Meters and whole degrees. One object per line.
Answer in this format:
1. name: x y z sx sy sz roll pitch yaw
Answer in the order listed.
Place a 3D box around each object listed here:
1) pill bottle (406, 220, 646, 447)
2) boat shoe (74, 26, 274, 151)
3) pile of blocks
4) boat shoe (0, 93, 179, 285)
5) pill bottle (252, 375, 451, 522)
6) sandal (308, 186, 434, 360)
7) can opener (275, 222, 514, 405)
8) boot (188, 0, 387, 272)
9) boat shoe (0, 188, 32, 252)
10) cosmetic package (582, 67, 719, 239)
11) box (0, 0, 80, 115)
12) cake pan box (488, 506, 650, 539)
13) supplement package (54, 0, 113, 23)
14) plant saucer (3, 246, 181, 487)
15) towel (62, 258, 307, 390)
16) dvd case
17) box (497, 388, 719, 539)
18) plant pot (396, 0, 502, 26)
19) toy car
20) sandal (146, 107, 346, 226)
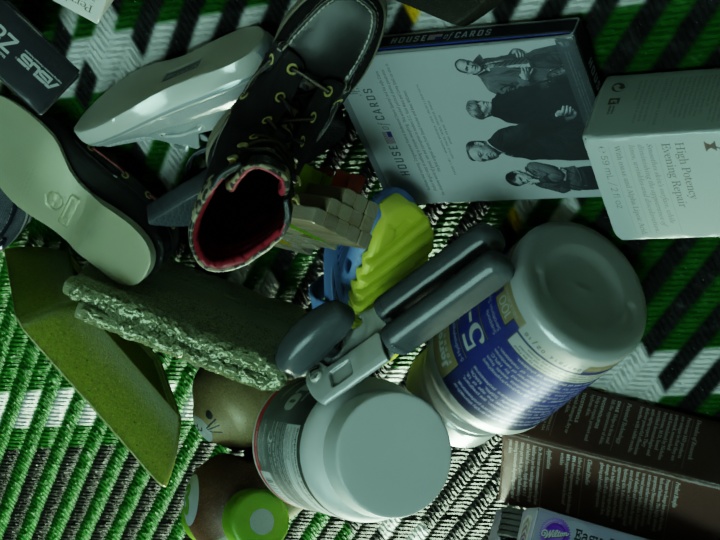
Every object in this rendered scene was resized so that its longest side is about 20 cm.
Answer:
1. pill bottle: 0.122 0.059 1.475 0.119 0.120 0.200 33 139 -10
2. boat shoe: -0.133 -0.126 1.449 0.199 0.072 0.069 -21 121 29
3. pile of blocks: -0.045 -0.056 1.436 0.082 0.063 0.200 22 172 -16
4. boat shoe: -0.235 -0.072 1.550 0.201 0.063 0.074 42 122 3
5. pill bottle: -0.007 0.142 1.513 0.114 0.114 0.200 37 166 -15
6. sandal: 0.000 0.000 1.497 0.087 0.079 0.201 50 148 24
7. can opener: 0.021 0.030 1.411 0.200 0.054 0.067 -37 138 26
8. boot: -0.053 -0.100 1.313 0.073 0.151 0.200 34 121 -16
9. boat shoe: -0.348 -0.019 1.645 0.074 0.093 0.200 33 139 -11
10. cosmetic package: 0.265 -0.081 1.292 0.199 0.074 0.102 -1 134 29
11. box: -0.289 -0.196 1.371 0.161 0.049 0.200 46 177 -24
12. cake pan box: 0.211 0.249 1.606 0.199 0.053 0.184 16 169 -3
13. supplement package: -0.180 -0.288 1.249 0.121 0.120 0.200 27 140 -3
14. plant saucer: -0.224 0.068 1.637 0.048 0.200 0.200 -37 113 1
15. towel: -0.140 0.035 1.572 0.199 0.148 0.037 23 110 3
16. dvd case: 0.087 -0.112 1.382 0.199 0.025 0.151 -1 134 29
17. box: 0.220 0.163 1.579 0.199 0.075 0.101 15 139 14
18. plant pot: 0.043 -0.265 1.121 0.198 0.201 0.178 22 151 2
19. toy car: -0.118 0.135 1.670 0.201 0.157 0.164 59 160 -6
20. sandal: -0.089 -0.086 1.480 0.200 0.043 0.076 -30 158 33
